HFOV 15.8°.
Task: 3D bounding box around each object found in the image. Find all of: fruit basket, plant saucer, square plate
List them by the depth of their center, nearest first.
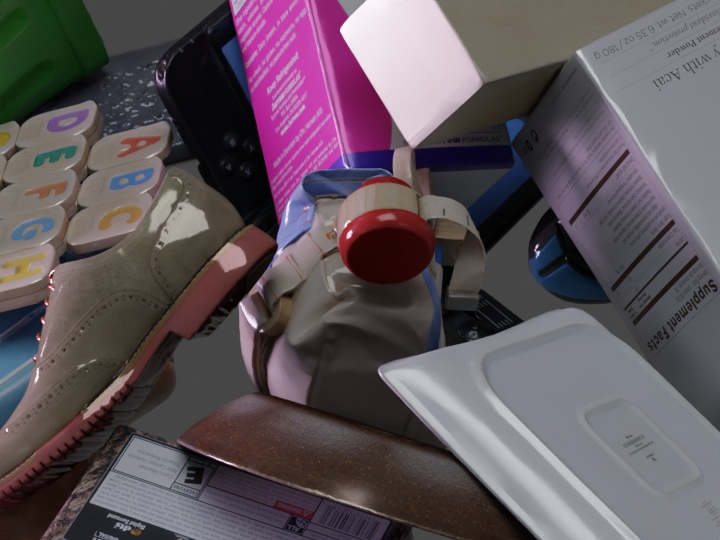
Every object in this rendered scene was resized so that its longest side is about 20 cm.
[{"bbox_3d":[0.127,0.092,1.226,0.198,0.028,0.200,44,26,18],"label":"square plate"},{"bbox_3d":[0.012,0.095,1.231,0.199,0.200,0.037,16,87,19],"label":"plant saucer"},{"bbox_3d":[-0.238,-0.209,1.557,0.214,0.156,0.217,-6,58,10],"label":"fruit basket"}]

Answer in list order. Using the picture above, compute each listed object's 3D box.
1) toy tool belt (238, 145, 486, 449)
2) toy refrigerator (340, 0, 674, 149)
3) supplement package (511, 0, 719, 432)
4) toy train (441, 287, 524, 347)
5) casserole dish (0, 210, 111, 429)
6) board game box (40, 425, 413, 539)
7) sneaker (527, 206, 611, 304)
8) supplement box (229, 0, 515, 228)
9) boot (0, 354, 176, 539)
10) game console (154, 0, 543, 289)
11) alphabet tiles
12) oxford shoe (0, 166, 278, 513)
[{"bbox_3d":[0.000,0.000,1.312,0.124,0.201,0.123,2,48,-6],"label":"toy tool belt"},{"bbox_3d":[0.086,-0.126,1.346,0.200,0.070,0.076,-20,74,-48],"label":"toy refrigerator"},{"bbox_3d":[0.191,-0.030,1.327,0.121,0.120,0.201,-28,78,-22],"label":"supplement package"},{"bbox_3d":[0.106,0.067,1.354,0.046,0.034,0.200,-24,48,-32],"label":"toy train"},{"bbox_3d":[-0.189,0.028,1.409,0.121,0.039,0.200,33,57,31],"label":"casserole dish"},{"bbox_3d":[-0.085,0.193,1.199,0.159,0.097,0.200,17,49,19],"label":"board game box"},{"bbox_3d":[0.164,-0.048,1.449,0.200,0.073,0.082,-34,27,-24],"label":"sneaker"},{"bbox_3d":[-0.001,-0.128,1.403,0.101,0.103,0.201,-3,71,-25],"label":"supplement box"},{"bbox_3d":[-0.159,0.113,1.319,0.200,0.074,0.075,-38,78,-28],"label":"boot"},{"bbox_3d":[0.013,-0.097,1.465,0.116,0.176,0.200,3,37,48],"label":"game console"},{"bbox_3d":[-0.202,-0.032,1.435,0.195,0.015,0.200,-13,30,11],"label":"alphabet tiles"},{"bbox_3d":[-0.132,0.037,1.261,0.075,0.070,0.200,44,87,5],"label":"oxford shoe"}]
